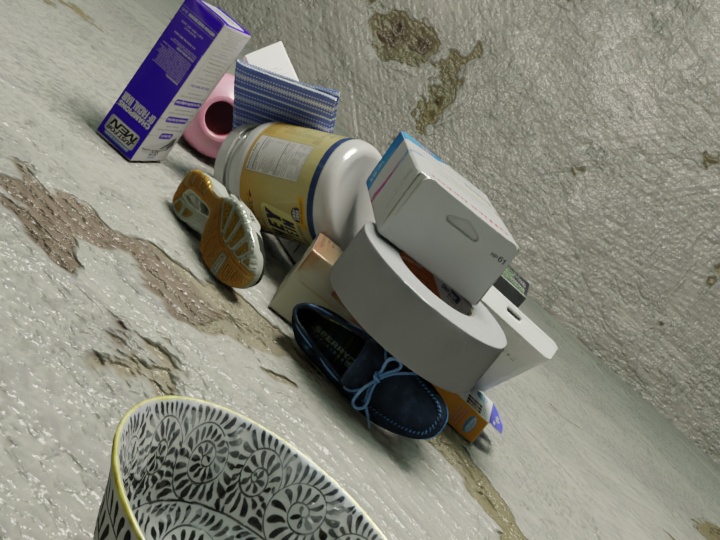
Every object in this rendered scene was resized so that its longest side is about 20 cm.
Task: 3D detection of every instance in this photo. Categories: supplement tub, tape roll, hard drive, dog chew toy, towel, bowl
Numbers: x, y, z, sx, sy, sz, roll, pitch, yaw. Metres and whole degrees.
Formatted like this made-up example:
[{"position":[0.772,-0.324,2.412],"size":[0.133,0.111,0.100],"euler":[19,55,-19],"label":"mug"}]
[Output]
[{"position":[-0.078,-0.111,1.228],"size":[0.197,0.147,0.144],"euler":[17,-3,32],"label":"supplement tub"},{"position":[0.062,0.038,1.019],"size":[0.199,0.066,0.201],"euler":[38,15,-12],"label":"tape roll"},{"position":[0.149,0.083,1.192],"size":[0.132,0.026,0.200],"euler":[42,-23,0],"label":"hard drive"},{"position":[-0.224,-0.244,1.471],"size":[0.124,0.125,0.200],"euler":[36,4,-20],"label":"dog chew toy"},{"position":[-0.104,-0.198,1.289],"size":[0.142,0.024,0.201],"euler":[18,-29,1],"label":"towel"},{"position":[-0.063,0.166,0.467],"size":[0.200,0.095,0.201],"euler":[39,11,-9],"label":"bowl"}]

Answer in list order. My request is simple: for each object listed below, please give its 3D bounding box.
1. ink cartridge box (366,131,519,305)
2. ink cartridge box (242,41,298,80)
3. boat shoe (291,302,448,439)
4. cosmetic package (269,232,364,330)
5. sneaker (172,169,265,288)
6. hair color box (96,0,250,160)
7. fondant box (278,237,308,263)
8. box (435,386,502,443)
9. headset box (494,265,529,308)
[{"position":[0.088,-0.065,1.090],"size":[0.143,0.085,0.201],"euler":[36,13,-15],"label":"ink cartridge box"},{"position":[-0.118,-0.232,1.470],"size":[0.203,0.067,0.116],"euler":[66,-16,-1],"label":"ink cartridge box"},{"position":[-0.001,0.106,0.976],"size":[0.198,0.085,0.069],"euler":[30,-10,21],"label":"boat shoe"},{"position":[0.000,0.058,1.111],"size":[0.199,0.088,0.104],"euler":[39,11,-7],"label":"cosmetic package"},{"position":[-0.138,-0.043,1.073],"size":[0.087,0.076,0.201],"euler":[29,16,-42],"label":"sneaker"},{"position":[-0.227,-0.232,1.172],"size":[0.064,0.201,0.109],"euler":[37,11,4],"label":"hair color box"},{"position":[-0.061,-0.047,1.397],"size":[0.143,0.058,0.201],"euler":[31,16,-42],"label":"fondant box"},{"position":[0.104,0.147,1.250],"size":[0.200,0.042,0.119],"euler":[44,11,5],"label":"box"},{"position":[0.158,0.065,1.397],"size":[0.092,0.175,0.200],"euler":[41,12,5],"label":"headset box"}]
